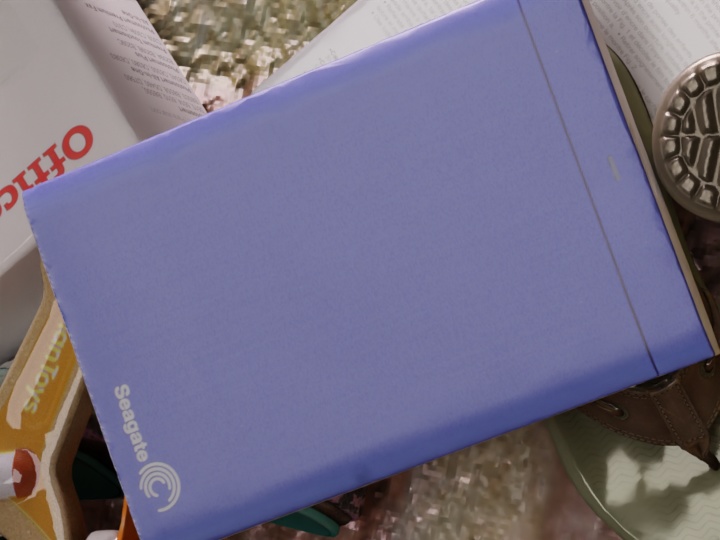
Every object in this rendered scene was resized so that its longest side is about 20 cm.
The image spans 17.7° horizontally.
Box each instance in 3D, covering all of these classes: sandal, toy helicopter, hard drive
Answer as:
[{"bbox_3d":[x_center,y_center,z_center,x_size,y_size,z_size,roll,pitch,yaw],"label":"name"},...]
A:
[{"bbox_3d":[0.085,0.017,0.772,0.079,0.057,0.202,-24,100,11],"label":"sandal"},{"bbox_3d":[-0.113,0.071,0.817,0.132,0.079,0.201,24,90,23],"label":"toy helicopter"},{"bbox_3d":[0.000,0.000,0.757,0.199,0.025,0.133,-21,85,14],"label":"hard drive"}]

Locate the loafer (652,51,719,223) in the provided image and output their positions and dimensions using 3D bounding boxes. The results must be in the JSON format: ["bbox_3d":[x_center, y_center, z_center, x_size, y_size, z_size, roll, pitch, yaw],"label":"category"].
[{"bbox_3d":[0.195,-0.036,0.749,0.199,0.068,0.076,11,95,8],"label":"loafer"}]

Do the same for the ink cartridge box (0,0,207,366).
[{"bbox_3d":[-0.161,-0.072,0.919,0.146,0.084,0.200,-40,67,16],"label":"ink cartridge box"}]

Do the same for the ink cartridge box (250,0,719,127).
[{"bbox_3d":[0.071,-0.081,0.815,0.200,0.050,0.109,-39,83,16],"label":"ink cartridge box"}]

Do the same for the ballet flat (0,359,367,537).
[{"bbox_3d":[-0.086,0.056,0.883,0.199,0.069,0.072,4,67,22],"label":"ballet flat"}]

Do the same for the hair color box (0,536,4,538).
[{"bbox_3d":[-0.125,0.205,0.878,0.101,0.061,0.201,3,84,27],"label":"hair color box"}]
